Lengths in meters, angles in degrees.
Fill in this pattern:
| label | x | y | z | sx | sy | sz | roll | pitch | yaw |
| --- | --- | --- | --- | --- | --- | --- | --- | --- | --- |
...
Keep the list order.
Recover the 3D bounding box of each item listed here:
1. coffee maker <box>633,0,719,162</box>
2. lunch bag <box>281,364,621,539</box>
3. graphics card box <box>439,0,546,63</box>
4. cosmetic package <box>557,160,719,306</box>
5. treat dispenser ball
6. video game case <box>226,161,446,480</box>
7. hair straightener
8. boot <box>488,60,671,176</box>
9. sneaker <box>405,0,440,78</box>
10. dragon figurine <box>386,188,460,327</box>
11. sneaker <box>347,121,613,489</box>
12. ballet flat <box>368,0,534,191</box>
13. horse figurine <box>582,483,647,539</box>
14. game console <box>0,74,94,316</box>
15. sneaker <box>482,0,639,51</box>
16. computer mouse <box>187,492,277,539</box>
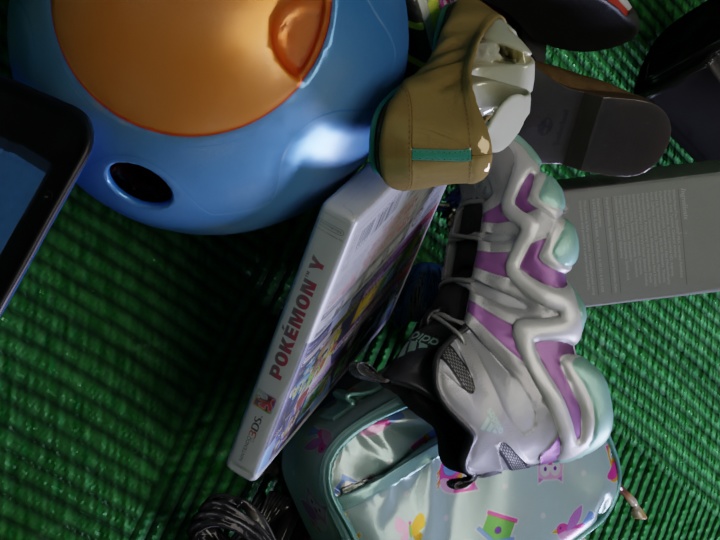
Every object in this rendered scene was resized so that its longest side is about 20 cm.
| label | x | y | z | sx | sy | sz | roll | pitch | yaw |
| --- | --- | --- | --- | --- | --- | --- | --- | --- | --- |
| coffee maker | 0.304 | -0.103 | 1.044 | 0.200 | 0.192 | 0.135 | 45 | 21 | -14 |
| lunch bag | 0.057 | 0.123 | 0.830 | 0.200 | 0.077 | 0.161 | -31 | 110 | -23 |
| graphics card box | 0.037 | -0.132 | 0.879 | 0.200 | 0.051 | 0.126 | 6 | 89 | -42 |
| cosmetic package | 0.225 | -0.030 | 0.935 | 0.200 | 0.107 | 0.090 | -4 | 97 | 4 |
| treat dispenser ball | -0.076 | -0.119 | 0.685 | 0.201 | 0.201 | 0.201 | -4 | 97 | -40 |
| video game case | 0.000 | 0.000 | 0.767 | 0.200 | 0.023 | 0.182 | -48 | 163 | -55 |
| hair straightener | -0.055 | 0.144 | 0.839 | 0.077 | 0.041 | 0.200 | 45 | 70 | -34 |
| boot | 0.096 | -0.109 | 0.865 | 0.200 | 0.075 | 0.074 | 12 | 112 | -24 |
| sneaker | 0.012 | -0.198 | 0.759 | 0.076 | 0.075 | 0.200 | -35 | 112 | -39 |
| dragon figurine | 0.055 | 0.030 | 0.901 | 0.200 | 0.059 | 0.099 | -52 | 123 | -19 |
| sneaker | 0.053 | 0.024 | 0.753 | 0.140 | 0.078 | 0.200 | -16 | 87 | -21 |
| ballet flat | 0.059 | -0.089 | 0.692 | 0.200 | 0.063 | 0.069 | -61 | 151 | -56 |
| horse figurine | 0.122 | 0.172 | 0.974 | 0.200 | 0.050 | 0.133 | -38 | 105 | -25 |
| game console | -0.247 | -0.027 | 0.586 | 0.171 | 0.118 | 0.200 | 33 | 80 | -36 |
| sneaker | 0.103 | -0.218 | 0.867 | 0.201 | 0.067 | 0.108 | 14 | 66 | -35 |
| computer mouse | -0.098 | 0.239 | 0.776 | 0.138 | 0.053 | 0.200 | 44 | 77 | -11 |
